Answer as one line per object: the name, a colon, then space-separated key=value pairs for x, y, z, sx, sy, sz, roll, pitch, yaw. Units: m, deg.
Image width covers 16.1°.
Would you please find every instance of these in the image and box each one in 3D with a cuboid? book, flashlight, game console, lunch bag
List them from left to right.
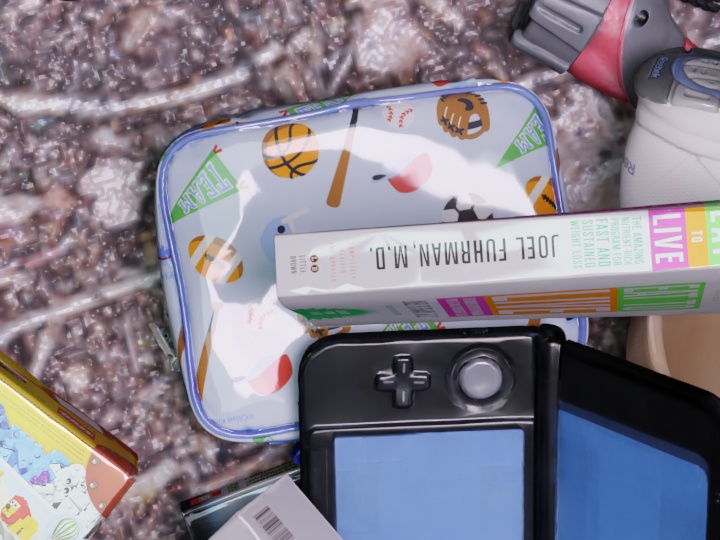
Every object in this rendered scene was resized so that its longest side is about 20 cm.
lunch bag: x=0.000 y=0.000 z=1.164 sx=0.199 sy=0.076 sz=0.161 roll=-10 pitch=93 yaw=-5
game console: x=0.064 y=0.135 z=1.101 sx=0.175 sy=0.116 sz=0.201 roll=-2 pitch=107 yaw=-4
book: x=0.071 y=-0.005 z=1.049 sx=0.199 sy=0.134 sz=0.048 roll=-4 pitch=85 yaw=6
flashlight: x=0.169 y=-0.088 z=1.180 sx=0.199 sy=0.068 sz=0.068 roll=27 pitch=83 yaw=-5

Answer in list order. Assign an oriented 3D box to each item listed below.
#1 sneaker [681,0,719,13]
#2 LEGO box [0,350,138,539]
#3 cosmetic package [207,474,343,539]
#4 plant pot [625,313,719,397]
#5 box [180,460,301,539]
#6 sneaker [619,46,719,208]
sneaker: x=0.201 y=-0.160 z=1.187 sx=0.199 sy=0.078 sz=0.080 roll=14 pitch=72 yaw=-10
LEGO box: x=-0.222 y=0.087 z=1.148 sx=0.200 sy=0.077 sz=0.149 roll=37 pitch=90 yaw=-6
cosmetic package: x=0.000 y=0.193 z=1.111 sx=0.200 sy=0.051 sz=0.083 roll=49 pitch=122 yaw=4
plant pot: x=0.197 y=0.087 z=1.156 sx=0.200 sy=0.201 sz=0.093 roll=28 pitch=130 yaw=-6
box: x=0.000 y=0.185 z=1.194 sx=0.110 sy=0.035 sz=0.201 roll=-20 pitch=95 yaw=-3
sneaker: x=0.208 y=-0.036 z=1.140 sx=0.199 sy=0.075 sz=0.087 roll=16 pitch=119 yaw=-3
